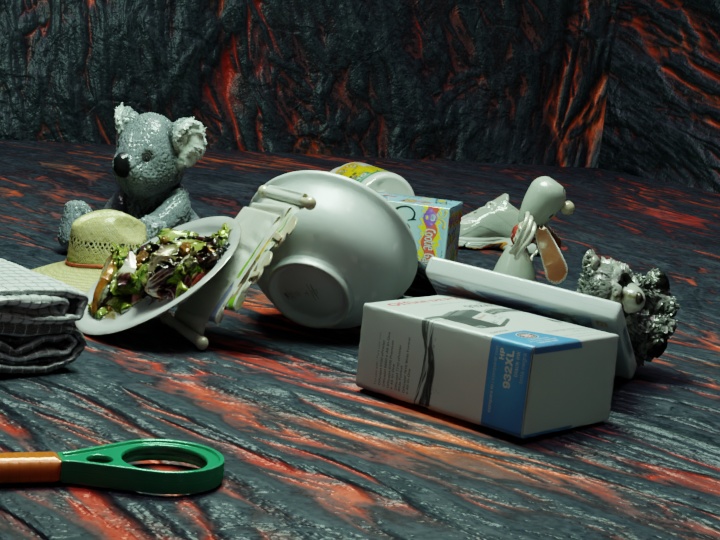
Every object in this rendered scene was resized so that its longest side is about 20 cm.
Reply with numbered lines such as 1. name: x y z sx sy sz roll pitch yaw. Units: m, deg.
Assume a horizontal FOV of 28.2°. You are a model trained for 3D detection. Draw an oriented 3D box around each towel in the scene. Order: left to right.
1. towel: -0.369 0.041 1.291 0.198 0.087 0.165 -1 13 -43

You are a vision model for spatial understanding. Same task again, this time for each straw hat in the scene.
1. straw hat: -0.303 -0.027 1.718 0.198 0.086 0.201 5 9 -1

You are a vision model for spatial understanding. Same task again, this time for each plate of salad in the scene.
1. plate of salad: -0.215 -0.004 1.487 0.198 0.048 0.201 -24 24 11

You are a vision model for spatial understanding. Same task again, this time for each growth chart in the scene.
1. growth chart: -0.128 -0.008 1.478 0.018 0.201 0.145 38 -1 -28

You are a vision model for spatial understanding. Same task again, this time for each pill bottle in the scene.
1. pill bottle: 0.005 -0.118 2.367 0.111 0.115 0.200 2 11 -22

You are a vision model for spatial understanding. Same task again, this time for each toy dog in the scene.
1. toy dog: 0.197 0.008 1.604 0.095 0.202 0.132 22 35 -2

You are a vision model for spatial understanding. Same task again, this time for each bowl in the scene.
1. bowl: -0.043 -0.003 1.556 0.198 0.203 0.091 8 44 15

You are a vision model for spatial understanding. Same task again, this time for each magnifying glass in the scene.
1. magnifying glass: -0.192 0.139 1.010 0.197 0.023 0.079 4 10 -23

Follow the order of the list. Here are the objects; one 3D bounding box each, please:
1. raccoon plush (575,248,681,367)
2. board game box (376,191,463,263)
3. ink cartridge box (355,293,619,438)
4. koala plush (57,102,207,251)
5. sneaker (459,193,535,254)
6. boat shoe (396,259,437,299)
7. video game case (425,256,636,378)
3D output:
1. raccoon plush: 0.241 0.049 1.531 0.133 0.098 0.199 18 -30 -28
2. board game box: 0.035 -0.054 2.033 0.197 0.105 0.105 8 9 14
3. ink cartridge box: 0.115 0.083 1.325 0.198 0.085 0.144 13 12 41
4. koala plush: -0.283 -0.117 1.912 0.176 0.203 0.183 11 11 33
5. sneaker: 0.206 -0.083 2.343 0.197 0.093 0.076 5 9 -4
6. boat shoe: 0.000 0.000 1.655 0.198 0.072 0.091 14 -14 -14
7. video game case: 0.177 0.051 1.462 0.198 0.023 0.182 15 -17 21
